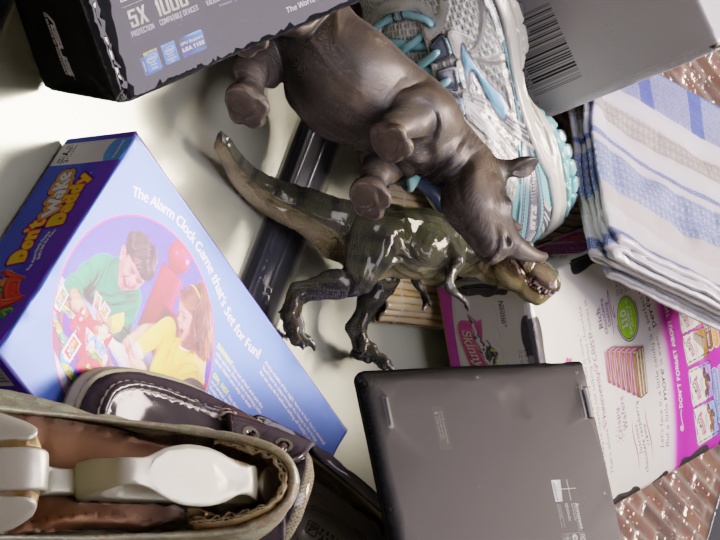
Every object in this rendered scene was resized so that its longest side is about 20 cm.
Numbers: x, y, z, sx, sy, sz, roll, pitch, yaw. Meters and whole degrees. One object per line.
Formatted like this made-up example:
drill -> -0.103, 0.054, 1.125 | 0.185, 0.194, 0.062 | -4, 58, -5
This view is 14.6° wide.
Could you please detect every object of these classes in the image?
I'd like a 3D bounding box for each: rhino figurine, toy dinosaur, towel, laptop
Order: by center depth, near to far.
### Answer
laptop -> 0.070, 0.149, 1.322 | 0.200, 0.116, 0.188 | -1, 71, -34
rhino figurine -> 0.016, -0.069, 1.362 | 0.200, 0.060, 0.088 | 38, 32, -10
toy dinosaur -> 0.000, 0.000, 1.393 | 0.200, 0.047, 0.088 | 18, 95, -27
towel -> 0.176, -0.044, 1.543 | 0.147, 0.024, 0.200 | 26, 35, -23

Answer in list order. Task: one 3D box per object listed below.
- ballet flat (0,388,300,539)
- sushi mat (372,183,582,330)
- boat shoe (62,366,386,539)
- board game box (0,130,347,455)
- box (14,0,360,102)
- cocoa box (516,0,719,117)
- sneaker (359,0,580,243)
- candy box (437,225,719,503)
ballet flat -> -0.119, 0.079, 1.138 | 0.199, 0.062, 0.068 | 2, 80, -21
sushi mat -> 0.071, -0.012, 1.521 | 0.200, 0.012, 0.096 | 8, 80, -52
boat shoe -> -0.045, 0.097, 1.237 | 0.200, 0.065, 0.072 | 36, 63, -36
board game box -> -0.096, 0.056, 1.274 | 0.200, 0.045, 0.135 | 56, 47, -33
box -> -0.064, -0.187, 1.241 | 0.200, 0.086, 0.164 | -25, 108, -23
cocoa box -> 0.129, -0.203, 1.485 | 0.131, 0.133, 0.200 | -29, 96, -50
sneaker -> 0.046, -0.088, 1.431 | 0.086, 0.077, 0.200 | -51, 120, -42
candy box -> 0.129, 0.049, 1.532 | 0.200, 0.061, 0.137 | -21, 104, -52
